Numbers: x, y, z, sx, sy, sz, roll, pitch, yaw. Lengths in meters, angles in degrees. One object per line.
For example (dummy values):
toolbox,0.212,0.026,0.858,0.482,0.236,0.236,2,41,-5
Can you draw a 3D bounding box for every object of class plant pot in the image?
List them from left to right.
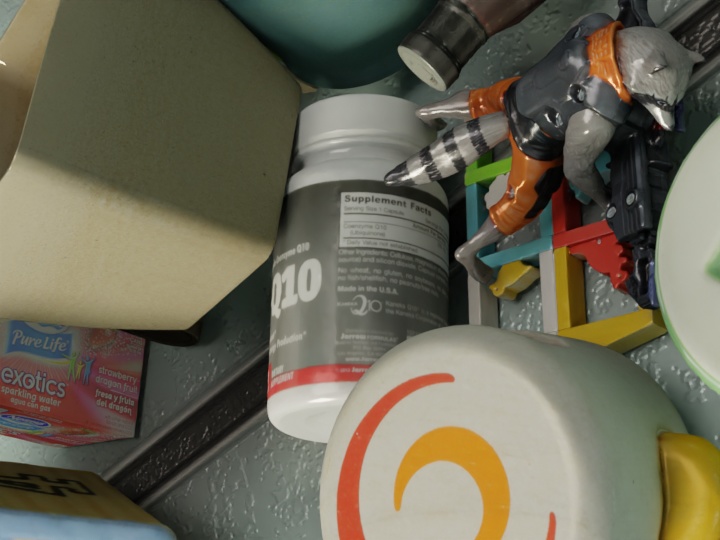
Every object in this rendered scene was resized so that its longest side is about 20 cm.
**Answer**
plant pot,-0.151,-0.071,0.947,0.200,0.176,0.202,-37,38,49
plant pot,-0.028,-0.229,0.978,0.198,0.188,0.202,-14,51,17

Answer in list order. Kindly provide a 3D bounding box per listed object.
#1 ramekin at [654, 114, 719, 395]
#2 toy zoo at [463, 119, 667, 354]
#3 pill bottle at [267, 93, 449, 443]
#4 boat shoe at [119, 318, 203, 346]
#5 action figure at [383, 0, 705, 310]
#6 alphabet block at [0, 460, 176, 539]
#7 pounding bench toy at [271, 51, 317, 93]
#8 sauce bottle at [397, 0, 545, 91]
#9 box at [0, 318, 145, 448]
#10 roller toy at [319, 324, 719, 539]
ramekin,0.242,-0.005,0.726,0.199,0.097,0.202,-17,63,37
toy zoo,0.121,-0.017,0.898,0.130,0.020,0.202,-18,63,37
pill bottle,0.000,0.000,0.938,0.113,0.113,0.202,-16,64,38
boat shoe,-0.196,-0.009,1.063,0.072,0.199,0.069,-12,60,45
action figure,0.113,-0.065,0.840,0.193,0.104,0.202,-35,49,41
alphabet block,-0.251,0.233,0.975,0.200,0.194,0.198,4,83,66
pounding bench toy,-0.146,-0.212,1.093,0.155,0.199,0.126,-7,69,40
sauce bottle,0.102,-0.197,0.920,0.201,0.066,0.066,-52,45,-6
box,-0.267,0.064,1.099,0.102,0.199,0.096,-12,66,42
roller toy,0.084,0.122,0.796,0.200,0.139,0.183,-50,58,23
